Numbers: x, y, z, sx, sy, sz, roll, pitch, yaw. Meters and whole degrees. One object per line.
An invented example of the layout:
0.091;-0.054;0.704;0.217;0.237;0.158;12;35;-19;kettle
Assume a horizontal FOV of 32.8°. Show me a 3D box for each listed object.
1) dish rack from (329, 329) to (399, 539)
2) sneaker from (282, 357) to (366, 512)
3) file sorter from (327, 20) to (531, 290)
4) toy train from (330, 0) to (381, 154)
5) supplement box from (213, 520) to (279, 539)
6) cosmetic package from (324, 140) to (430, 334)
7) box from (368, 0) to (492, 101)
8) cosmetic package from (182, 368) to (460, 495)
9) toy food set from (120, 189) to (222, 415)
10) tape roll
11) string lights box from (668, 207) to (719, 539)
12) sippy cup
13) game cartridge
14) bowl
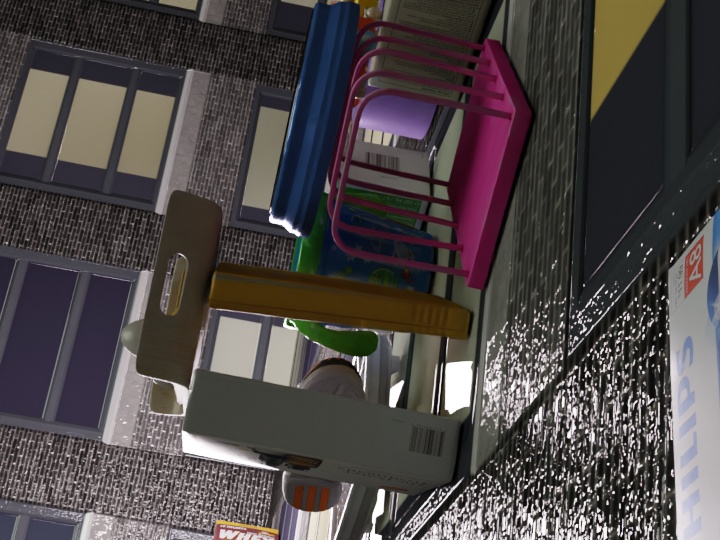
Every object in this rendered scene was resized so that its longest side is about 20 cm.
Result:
0.005;0.174;1.254;0.200;0.043;0.172;-85;9;-48;dish rack
-0.040;0.133;1.187;0.112;0.077;0.200;-88;11;-48;sneaker
0.044;-0.100;0.955;0.200;0.125;0.139;-91;13;-65;file sorter
-0.019;-0.205;1.204;0.200;0.055;0.151;111;171;-66;toy train
-0.242;0.631;2.434;0.200;0.132;0.198;-124;44;-82;supplement box
0.004;-0.036;1.339;0.085;0.107;0.200;-88;8;-52;cosmetic package
0.072;-0.258;1.139;0.200;0.095;0.078;110;171;-51;box
-0.036;0.129;0.948;0.151;0.199;0.052;120;161;-76;cosmetic package
-0.155;0.033;0.996;0.200;0.060;0.144;120;159;-74;toy food set
0.050;-0.257;1.409;0.200;0.085;0.201;-170;90;-84;tape roll
0.128;0.000;0.247;0.200;0.059;0.103;110;168;-59;string lights box
0.000;0.000;1.185;0.140;0.130;0.178;123;157;-78;sippy cup
-0.022;0.025;1.005;0.176;0.199;0.033;-147;67;-85;game cartridge
-0.041;-0.129;1.030;0.201;0.039;0.201;-168;90;-85;bowl
